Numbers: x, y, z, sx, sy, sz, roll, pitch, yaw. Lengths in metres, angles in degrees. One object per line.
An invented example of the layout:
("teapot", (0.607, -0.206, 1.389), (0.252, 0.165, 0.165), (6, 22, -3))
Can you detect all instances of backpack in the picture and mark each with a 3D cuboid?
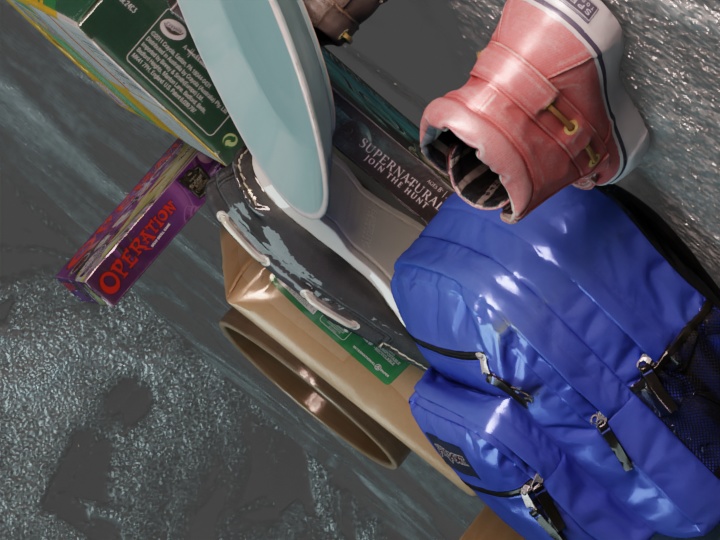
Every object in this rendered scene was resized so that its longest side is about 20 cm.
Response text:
("backpack", (0.110, 0.044, 1.462), (0.200, 0.168, 0.162), (50, 163, -21))

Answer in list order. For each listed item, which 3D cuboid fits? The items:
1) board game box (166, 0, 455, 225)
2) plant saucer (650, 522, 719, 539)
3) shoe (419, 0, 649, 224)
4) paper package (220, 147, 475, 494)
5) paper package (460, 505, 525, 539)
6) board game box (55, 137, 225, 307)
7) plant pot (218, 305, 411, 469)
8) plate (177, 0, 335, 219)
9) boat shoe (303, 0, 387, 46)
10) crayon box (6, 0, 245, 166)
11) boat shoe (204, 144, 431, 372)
("board game box", (-0.032, -0.111, 1.567), (0.200, 0.028, 0.135), (39, -171, -21))
("plant saucer", (0.218, 0.125, 1.540), (0.201, 0.201, 0.039), (-160, 65, -67))
("shoe", (0.077, -0.063, 1.285), (0.071, 0.091, 0.200), (37, 171, 17))
("paper package", (0.023, 0.018, 1.682), (0.200, 0.103, 0.191), (40, -172, -13))
("paper package", (0.175, 0.204, 1.860), (0.200, 0.191, 0.103), (28, 166, 49))
("board game box", (-0.105, -0.061, 1.709), (0.032, 0.200, 0.120), (42, 171, -8))
("plant pot", (-0.019, 0.075, 2.414), (0.201, 0.093, 0.201), (38, 172, 7))
("plate", (-0.053, -0.121, 1.367), (0.200, 0.026, 0.200), (60, 167, 23))
("boat shoe", (-0.034, -0.147, 1.428), (0.072, 0.061, 0.201), (42, 171, -12))
("crayon box", (-0.136, -0.136, 1.633), (0.126, 0.052, 0.200), (43, 174, -26))
("boat shoe", (0.000, 0.000, 1.537), (0.060, 0.076, 0.200), (-31, 112, 36))
